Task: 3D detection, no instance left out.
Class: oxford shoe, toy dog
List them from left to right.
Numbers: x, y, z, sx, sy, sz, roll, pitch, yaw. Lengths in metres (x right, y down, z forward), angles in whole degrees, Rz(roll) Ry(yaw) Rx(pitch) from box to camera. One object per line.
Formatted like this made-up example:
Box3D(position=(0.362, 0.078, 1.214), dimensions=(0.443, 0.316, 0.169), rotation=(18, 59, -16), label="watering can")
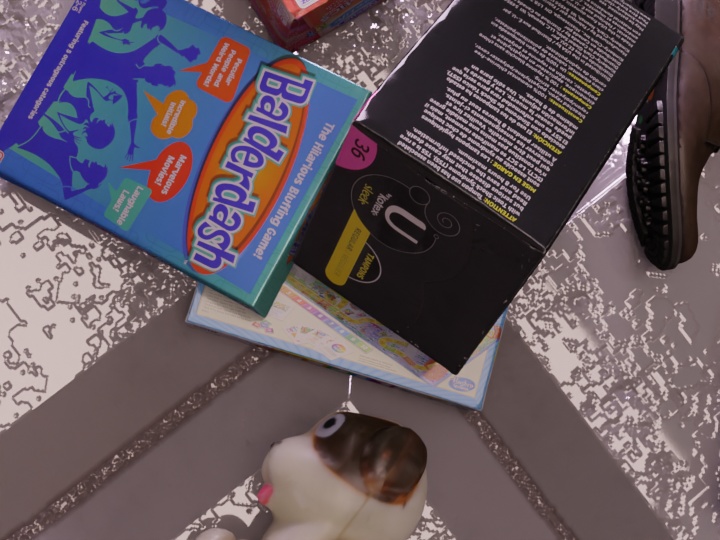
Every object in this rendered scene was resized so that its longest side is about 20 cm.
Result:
Box3D(position=(-0.007, 0.185, 0.798), dimensions=(0.193, 0.140, 0.201), rotation=(0, 82, -8), label="toy dog")
Box3D(position=(0.226, -0.098, 0.894), dimensions=(0.084, 0.073, 0.201), rotation=(6, 83, -9), label="oxford shoe")

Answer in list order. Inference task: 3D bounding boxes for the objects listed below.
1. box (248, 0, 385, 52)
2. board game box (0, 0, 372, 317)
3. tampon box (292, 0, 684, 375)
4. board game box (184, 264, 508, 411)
Box3D(position=(-0.057, -0.254, 0.860), dimensions=(0.102, 0.095, 0.200), rotation=(-32, 88, -10), label="box")
Box3D(position=(-0.112, -0.084, 0.833), dimensions=(0.200, 0.045, 0.152), rotation=(27, 83, 10), label="board game box")
Box3D(position=(0.075, -0.071, 0.792), dimensions=(0.126, 0.150, 0.200), rotation=(34, 55, 5), label="tampon box")
Box3D(position=(0.000, 0.000, 0.870), dimensions=(0.199, 0.034, 0.135), rotation=(18, 82, -6), label="board game box")
